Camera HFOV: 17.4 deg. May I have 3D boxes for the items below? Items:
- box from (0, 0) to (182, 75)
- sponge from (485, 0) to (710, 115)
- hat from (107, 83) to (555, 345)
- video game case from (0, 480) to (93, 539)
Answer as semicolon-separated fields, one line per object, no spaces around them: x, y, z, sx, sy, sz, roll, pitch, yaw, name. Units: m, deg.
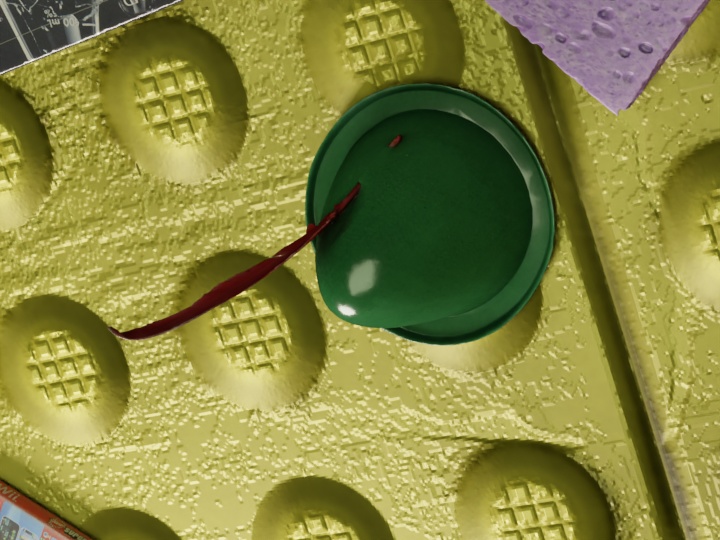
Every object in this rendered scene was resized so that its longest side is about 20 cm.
-0.180;-0.239;1.449;0.199;0.104;0.183;-18;105;31;box
0.164;-0.199;1.341;0.111;0.030;0.200;41;122;8;sponge
0.000;0.000;1.409;0.166;0.176;0.200;44;122;6;hat
-0.209;0.256;1.704;0.199;0.017;0.144;30;119;14;video game case
